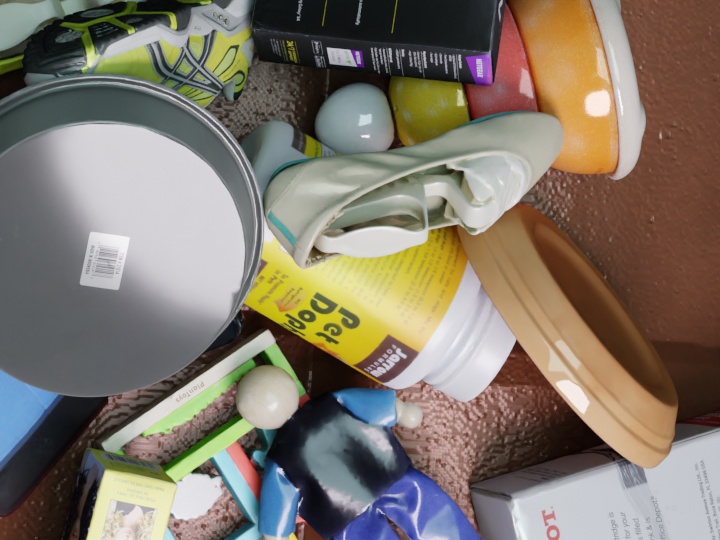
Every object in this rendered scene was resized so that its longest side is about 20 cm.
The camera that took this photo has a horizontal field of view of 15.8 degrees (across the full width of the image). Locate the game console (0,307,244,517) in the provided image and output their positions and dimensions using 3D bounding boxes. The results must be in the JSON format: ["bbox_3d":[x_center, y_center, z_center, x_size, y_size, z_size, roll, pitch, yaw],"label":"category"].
[{"bbox_3d":[-0.198,0.026,1.511,0.200,0.172,0.119,49,40,-27],"label":"game console"}]

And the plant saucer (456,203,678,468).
[{"bbox_3d":[0.134,0.032,1.598,0.037,0.200,0.200,-38,102,13],"label":"plant saucer"}]

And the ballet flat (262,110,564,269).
[{"bbox_3d":[0.041,-0.043,1.525,0.199,0.069,0.070,-14,94,-18],"label":"ballet flat"}]

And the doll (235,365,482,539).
[{"bbox_3d":[-0.006,0.139,1.607,0.136,0.048,0.200,-42,101,-3],"label":"doll"}]

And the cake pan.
[{"bbox_3d":[-0.150,-0.013,1.471,0.199,0.037,0.202,-5,117,-9],"label":"cake pan"}]

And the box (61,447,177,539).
[{"bbox_3d":[-0.163,0.213,1.557,0.050,0.075,0.202,13,92,-16],"label":"box"}]

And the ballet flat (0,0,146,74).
[{"bbox_3d":[-0.179,-0.161,1.567,0.199,0.067,0.067,-24,94,-16],"label":"ballet flat"}]

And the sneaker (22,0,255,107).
[{"bbox_3d":[-0.120,-0.121,1.526,0.200,0.075,0.077,-23,115,-51],"label":"sneaker"}]

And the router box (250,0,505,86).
[{"bbox_3d":[0.022,-0.220,1.585,0.148,0.051,0.201,7,71,8],"label":"router box"}]

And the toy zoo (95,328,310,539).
[{"bbox_3d":[-0.061,0.156,1.627,0.131,0.020,0.201,-34,100,-15],"label":"toy zoo"}]

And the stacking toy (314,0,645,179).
[{"bbox_3d":[0.068,-0.110,1.620,0.198,0.146,0.147,-13,94,-5],"label":"stacking toy"}]

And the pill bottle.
[{"bbox_3d":[0.000,0.000,1.600,0.199,0.109,0.110,30,81,-14],"label":"pill bottle"}]

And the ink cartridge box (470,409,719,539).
[{"bbox_3d":[0.185,0.184,1.670,0.199,0.084,0.145,-15,94,-18],"label":"ink cartridge box"}]
